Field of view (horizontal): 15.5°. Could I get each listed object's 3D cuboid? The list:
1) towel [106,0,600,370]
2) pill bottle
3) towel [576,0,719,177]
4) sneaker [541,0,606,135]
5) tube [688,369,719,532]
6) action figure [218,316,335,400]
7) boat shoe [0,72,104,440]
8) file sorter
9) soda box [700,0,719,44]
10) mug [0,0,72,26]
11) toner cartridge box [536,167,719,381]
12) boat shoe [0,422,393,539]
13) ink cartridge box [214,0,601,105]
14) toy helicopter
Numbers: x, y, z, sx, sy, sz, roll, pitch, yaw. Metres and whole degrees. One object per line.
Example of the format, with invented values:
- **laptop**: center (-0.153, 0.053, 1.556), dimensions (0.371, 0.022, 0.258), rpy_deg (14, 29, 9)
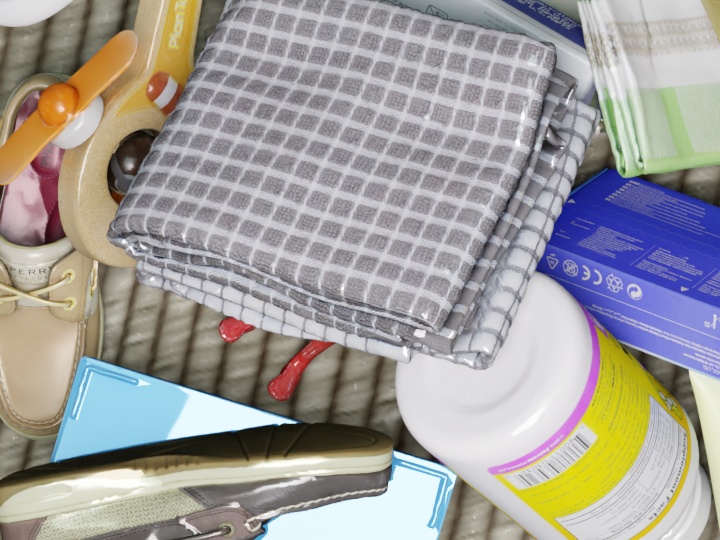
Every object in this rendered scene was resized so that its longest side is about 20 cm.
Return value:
- **towel**: center (-0.003, -0.050, 1.285), dimensions (0.199, 0.086, 0.166), rpy_deg (15, 63, 25)
- **pill bottle**: center (0.106, 0.084, 1.345), dimensions (0.104, 0.200, 0.105), rpy_deg (-15, 57, 25)
- **towel**: center (0.173, -0.153, 1.341), dimensions (0.149, 0.031, 0.201), rpy_deg (-10, 81, -25)
- **sneaker**: center (0.108, -0.101, 1.418), dimensions (0.200, 0.067, 0.090), rpy_deg (35, 99, 3)
- **tube**: center (0.215, 0.134, 1.385), dimensions (0.052, 0.058, 0.201), rpy_deg (2, 108, 32)
- **action figure**: center (0.000, 0.000, 1.361), dimensions (0.065, 0.099, 0.200), rpy_deg (48, 119, 0)
- **boat shoe**: center (-0.176, -0.008, 1.424), dimensions (0.074, 0.066, 0.201), rpy_deg (-1, 89, 3)
- **file sorter**: center (-0.062, 0.138, 1.390), dimensions (0.199, 0.123, 0.139), rpy_deg (17, 91, 3)
- **soda box**: center (0.229, -0.105, 1.310), dimensions (0.068, 0.064, 0.201), rpy_deg (-24, 90, -26)
- **mug**: center (-0.185, -0.210, 1.372), dimensions (0.175, 0.148, 0.200), rpy_deg (-43, 52, 11)
- **toner cartridge box**: center (0.184, 0.011, 1.352), dimensions (0.200, 0.095, 0.043), rpy_deg (22, 124, 31)
- **boat shoe**: center (-0.080, 0.118, 1.300), dimensions (0.200, 0.072, 0.066), rpy_deg (-7, 99, 3)
- **ink cartridge box**: center (0.009, -0.081, 1.401), dimensions (0.196, 0.043, 0.200), rpy_deg (31, 122, 10)
- **toy helicopter**: center (-0.113, -0.100, 1.363), dimensions (0.132, 0.079, 0.201), rpy_deg (3, 102, -39)
